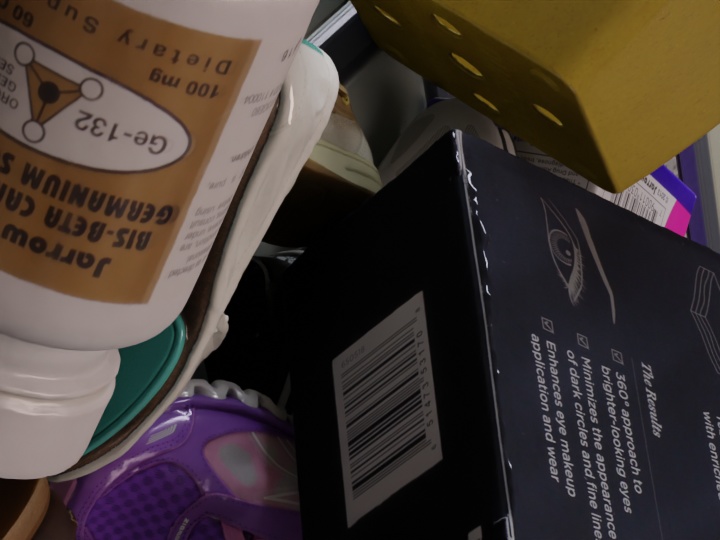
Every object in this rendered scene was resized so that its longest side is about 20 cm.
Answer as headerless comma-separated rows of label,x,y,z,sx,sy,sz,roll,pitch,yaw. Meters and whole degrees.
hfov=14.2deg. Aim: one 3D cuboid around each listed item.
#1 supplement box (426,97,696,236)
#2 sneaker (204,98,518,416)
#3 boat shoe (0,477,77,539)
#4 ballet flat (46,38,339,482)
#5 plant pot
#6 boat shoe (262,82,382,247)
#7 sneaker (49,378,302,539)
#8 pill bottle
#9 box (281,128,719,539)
supplement box,0.065,0.037,1.297,0.101,0.103,0.201,35,68,-56
sneaker,0.000,0.000,1.208,0.115,0.075,0.201,47,62,-54
boat shoe,-0.159,0.147,1.002,0.200,0.070,0.071,-47,131,-42
ballet flat,-0.064,-0.003,1.050,0.069,0.069,0.200,-12,138,-56
plant pot,0.092,-0.154,1.189,0.177,0.200,0.200,-53,159,-7
boat shoe,-0.064,-0.068,1.100,0.200,0.074,0.067,31,43,-53
sneaker,-0.029,0.105,1.134,0.200,0.089,0.081,15,118,-38
pill bottle,-0.099,-0.036,0.961,0.114,0.114,0.201,-14,134,-56
box,0.084,0.083,1.113,0.200,0.117,0.197,23,45,-33
